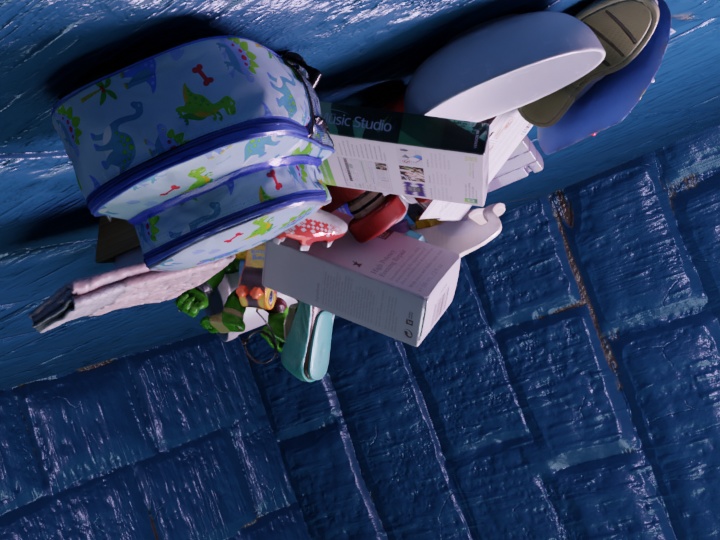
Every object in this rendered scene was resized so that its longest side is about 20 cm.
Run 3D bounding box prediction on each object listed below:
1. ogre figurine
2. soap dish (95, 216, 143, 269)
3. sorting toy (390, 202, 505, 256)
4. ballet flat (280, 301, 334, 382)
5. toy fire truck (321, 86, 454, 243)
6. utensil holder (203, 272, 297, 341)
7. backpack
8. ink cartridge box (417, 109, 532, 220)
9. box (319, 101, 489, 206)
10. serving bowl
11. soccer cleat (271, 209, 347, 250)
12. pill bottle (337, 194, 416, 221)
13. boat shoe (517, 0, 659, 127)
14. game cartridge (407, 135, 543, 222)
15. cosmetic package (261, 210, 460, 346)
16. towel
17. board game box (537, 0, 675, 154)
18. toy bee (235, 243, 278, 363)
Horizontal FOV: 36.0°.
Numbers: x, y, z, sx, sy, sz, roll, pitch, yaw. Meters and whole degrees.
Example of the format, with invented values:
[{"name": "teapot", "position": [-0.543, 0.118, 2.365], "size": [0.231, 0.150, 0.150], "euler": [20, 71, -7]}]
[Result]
[{"name": "ogre figurine", "position": [-0.128, 0.031, 1.441], "size": [0.199, 0.120, 0.098], "euler": [13, 157, 2]}, {"name": "soap dish", "position": [-0.185, -0.061, 1.261], "size": [0.200, 0.081, 0.157], "euler": [-21, 176, 20]}, {"name": "sorting toy", "position": [0.106, -0.037, 1.457], "size": [0.180, 0.107, 0.200], "euler": [-23, -170, 15]}, {"name": "ballet flat", "position": [-0.060, 0.037, 1.386], "size": [0.070, 0.201, 0.067], "euler": [15, 180, 33]}, {"name": "toy fire truck", "position": [0.034, -0.129, 1.232], "size": [0.200, 0.112, 0.168], "euler": [-32, -169, 22]}, {"name": "utensil holder", "position": [-0.132, -0.011, 1.594], "size": [0.199, 0.170, 0.170], "euler": [-20, 176, -19]}, {"name": "backpack", "position": [-0.115, -0.085, 0.823], "size": [0.183, 0.147, 0.200], "euler": [-23, 173, 10]}, {"name": "ink cartridge box", "position": [0.139, -0.147, 1.305], "size": [0.200, 0.044, 0.173], "euler": [-53, 163, 15]}, {"name": "box", "position": [0.025, -0.114, 1.076], "size": [0.199, 0.036, 0.144], "euler": [8, 165, 8]}, {"name": "serving bowl", "position": [0.129, -0.198, 1.064], "size": [0.200, 0.066, 0.200], "euler": [-20, 175, -2]}, {"name": "soccer cleat", "position": [-0.095, -0.075, 1.129], "size": [0.199, 0.085, 0.069], "euler": [10, -167, -29]}, {"name": "pill bottle", "position": [-0.008, -0.097, 1.418], "size": [0.200, 0.112, 0.112], "euler": [-21, 176, 27]}, {"name": "boat shoe", "position": [0.235, -0.232, 1.149], "size": [0.200, 0.075, 0.068], "euler": [-41, -168, 49]}, {"name": "game cartridge", "position": [0.123, -0.145, 1.460], "size": [0.200, 0.130, 0.038], "euler": [-22, -142, 25]}, {"name": "cosmetic package", "position": [0.000, 0.000, 1.236], "size": [0.200, 0.074, 0.102], "euler": [21, -143, 17]}, {"name": "towel", "position": [-0.256, 0.021, 1.235], "size": [0.191, 0.032, 0.200], "euler": [-16, 177, -30]}, {"name": "board game box", "position": [0.272, -0.197, 1.196], "size": [0.039, 0.158, 0.200], "euler": [29, 155, -21]}, {"name": "toy bee", "position": [-0.112, 0.005, 1.338], "size": [0.131, 0.201, 0.109], "euler": [-15, 174, 8]}]
